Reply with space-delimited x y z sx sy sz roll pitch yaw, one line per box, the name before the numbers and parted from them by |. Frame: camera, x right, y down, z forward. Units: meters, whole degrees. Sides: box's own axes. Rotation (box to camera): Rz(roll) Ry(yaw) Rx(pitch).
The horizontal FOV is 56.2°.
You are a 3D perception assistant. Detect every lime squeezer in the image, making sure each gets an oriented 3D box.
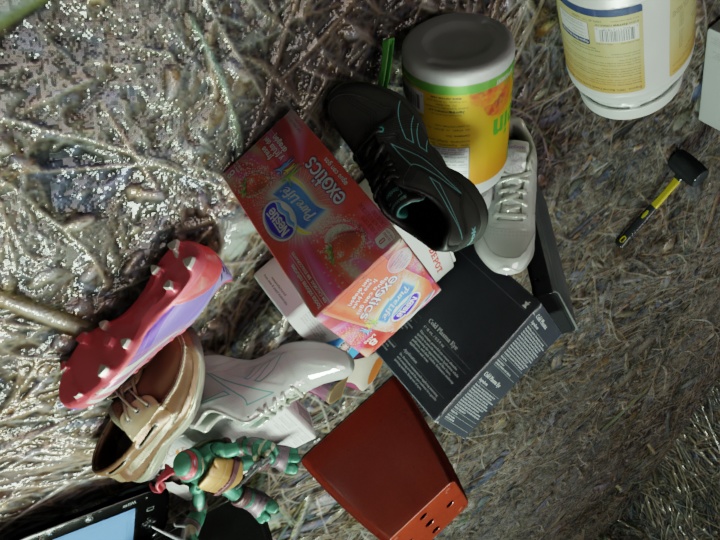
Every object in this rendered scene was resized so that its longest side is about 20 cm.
lime squeezer | 0.036 -0.125 0.687 0.038 0.069 0.204 -34 112 -53

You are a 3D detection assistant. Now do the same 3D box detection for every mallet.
mallet | 0.540 -0.115 1.212 0.041 0.066 0.202 6 120 -48

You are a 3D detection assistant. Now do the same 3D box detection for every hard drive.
hard drive | 0.240 -0.033 0.898 0.032 0.204 0.139 -17 150 21

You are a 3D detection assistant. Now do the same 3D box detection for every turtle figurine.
turtle figurine | -0.153 0.238 0.773 0.150 0.101 0.199 -47 149 6

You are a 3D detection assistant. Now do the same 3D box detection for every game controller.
game controller | -0.319 0.311 0.785 0.197 0.042 0.106 -12 138 -38

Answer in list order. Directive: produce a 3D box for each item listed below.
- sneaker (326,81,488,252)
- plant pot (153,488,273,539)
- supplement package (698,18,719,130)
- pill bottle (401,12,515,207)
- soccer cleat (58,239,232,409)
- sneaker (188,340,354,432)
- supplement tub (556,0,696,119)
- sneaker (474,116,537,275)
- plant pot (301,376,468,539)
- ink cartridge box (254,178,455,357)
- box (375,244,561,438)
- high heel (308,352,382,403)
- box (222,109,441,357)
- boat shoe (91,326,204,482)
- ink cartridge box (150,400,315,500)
sneaker | 0.037 -0.098 0.625 0.079 0.200 0.076 -36 169 -50
plant pot | -0.196 0.447 0.894 0.196 0.178 0.202 -20 148 -31
supplement package | 0.624 -0.317 1.062 0.117 0.117 0.201 -41 143 -7
pill bottle | 0.102 -0.150 0.710 0.110 0.111 0.202 -30 141 -19
soccer cleat | -0.205 0.059 0.648 0.201 0.067 0.076 -49 146 0
sneaker | -0.100 0.130 0.731 0.195 0.082 0.071 -11 147 8
supplement tub | 0.295 -0.281 0.749 0.144 0.144 0.200 -42 144 -3
sneaker | 0.172 -0.092 0.800 0.073 0.204 0.100 2 148 13
plant pot | 0.058 0.330 1.064 0.199 0.176 0.201 -39 144 -7
ink cartridge box | 0.000 0.000 0.772 0.199 0.086 0.147 -42 144 -7
box | 0.114 0.068 0.852 0.182 0.200 0.104 -47 142 5
high heel | -0.036 0.122 0.901 0.199 0.095 0.069 -21 134 -62
box | -0.029 -0.036 0.610 0.094 0.201 0.103 -41 144 4
boat shoe | -0.223 0.146 0.703 0.071 0.076 0.203 8 117 -45
ink cartridge box | -0.173 0.208 0.849 0.197 0.051 0.162 -25 143 3
